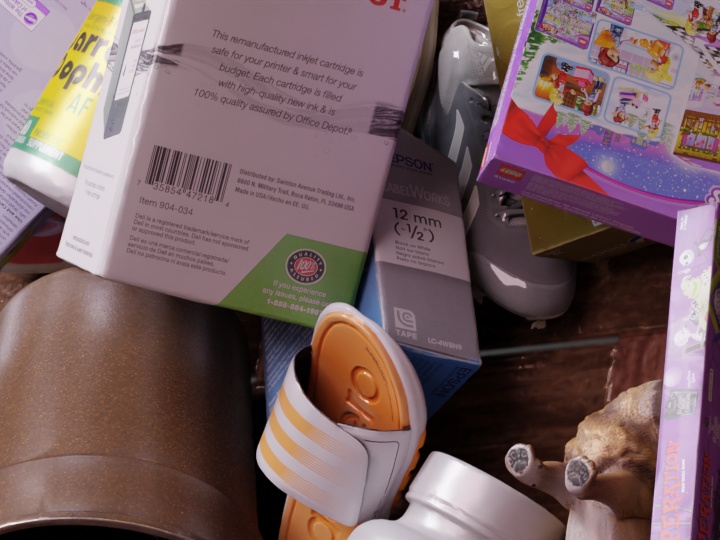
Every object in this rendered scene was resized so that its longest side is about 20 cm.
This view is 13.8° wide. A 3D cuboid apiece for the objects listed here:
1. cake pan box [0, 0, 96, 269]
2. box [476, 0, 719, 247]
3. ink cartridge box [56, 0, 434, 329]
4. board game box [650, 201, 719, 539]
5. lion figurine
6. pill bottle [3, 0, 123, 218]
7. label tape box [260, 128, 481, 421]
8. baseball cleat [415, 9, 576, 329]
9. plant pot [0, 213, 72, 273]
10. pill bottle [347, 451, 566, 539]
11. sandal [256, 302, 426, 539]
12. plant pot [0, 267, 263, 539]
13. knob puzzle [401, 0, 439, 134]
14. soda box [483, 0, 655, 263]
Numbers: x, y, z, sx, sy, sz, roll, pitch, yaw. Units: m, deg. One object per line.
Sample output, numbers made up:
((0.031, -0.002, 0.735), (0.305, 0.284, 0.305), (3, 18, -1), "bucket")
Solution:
((-0.229, -0.124, 1.733), (0.184, 0.200, 0.052), (-50, 1, -16), "cake pan box")
((0.174, -0.081, 1.550), (0.039, 0.200, 0.137), (121, 166, -68), "box")
((-0.060, -0.082, 1.579), (0.084, 0.145, 0.200), (20, 95, 67), "ink cartridge box")
((0.190, 0.081, 1.470), (0.032, 0.120, 0.200), (-10, 57, 32), "board game box")
((0.127, 0.150, 1.500), (0.072, 0.122, 0.200), (3, 81, 37), "lion figurine")
((-0.105, -0.113, 1.664), (0.113, 0.113, 0.200), (25, 83, 44), "pill bottle")
((0.000, 0.000, 1.663), (0.143, 0.066, 0.200), (-50, 34, 46), "label tape box")
((0.075, -0.066, 1.660), (0.200, 0.070, 0.106), (-115, 29, -41), "baseball cleat")
((-0.203, -0.104, 1.849), (0.200, 0.200, 0.177), (-17, 65, 29), "plant pot")
((0.021, 0.198, 1.530), (0.111, 0.111, 0.200), (23, 79, 43), "pill bottle")
((-0.020, 0.114, 1.573), (0.079, 0.059, 0.207), (35, 131, 29), "sandal")
((-0.139, 0.117, 1.660), (0.200, 0.200, 0.198), (-21, 44, 26), "plant pot")
((-0.001, -0.127, 1.773), (0.220, 0.030, 0.220), (-24, 61, 52), "knob puzzle")
((0.118, -0.109, 1.619), (0.068, 0.064, 0.200), (-20, 73, 37), "soda box")
